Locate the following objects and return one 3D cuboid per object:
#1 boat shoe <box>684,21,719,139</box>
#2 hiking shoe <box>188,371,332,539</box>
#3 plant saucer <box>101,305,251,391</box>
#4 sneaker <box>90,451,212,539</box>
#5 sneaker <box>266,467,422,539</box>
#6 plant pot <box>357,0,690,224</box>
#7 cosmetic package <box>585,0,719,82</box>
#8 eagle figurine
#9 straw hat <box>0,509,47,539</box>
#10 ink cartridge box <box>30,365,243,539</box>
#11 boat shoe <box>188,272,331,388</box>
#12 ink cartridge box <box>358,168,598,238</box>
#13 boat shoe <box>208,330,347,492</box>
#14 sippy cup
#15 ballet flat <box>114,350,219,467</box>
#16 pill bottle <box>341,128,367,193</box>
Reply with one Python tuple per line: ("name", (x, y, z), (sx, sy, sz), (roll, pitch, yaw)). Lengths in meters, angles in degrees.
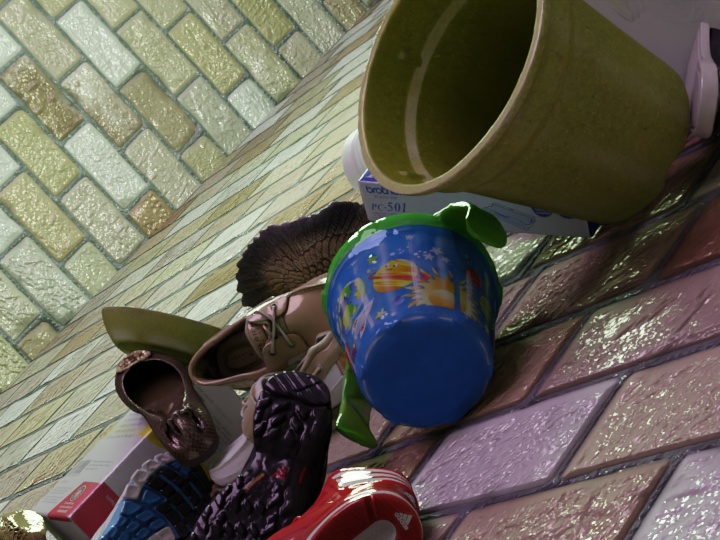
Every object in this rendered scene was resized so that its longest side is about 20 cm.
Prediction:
("boat shoe", (0.278, -0.141, 1.283), (0.200, 0.060, 0.074), (-62, -21, -73))
("hiking shoe", (-0.064, 0.180, 1.264), (0.200, 0.076, 0.101), (-64, -22, -20))
("plant saucer", (-0.165, 0.083, 1.693), (0.200, 0.200, 0.031), (-17, 54, 65))
("sneaker", (-0.208, 0.241, 1.510), (0.087, 0.075, 0.200), (-38, 10, 49))
("sneaker", (-0.042, 0.199, 1.125), (0.200, 0.078, 0.116), (-28, 5, 9))
("plant pot", (0.130, -0.121, 1.233), (0.200, 0.184, 0.201), (-32, 48, 44))
("cosmetic package", (0.210, -0.217, 1.435), (0.200, 0.199, 0.123), (-49, 13, -29))
("eagle figurine", (0.003, 0.005, 1.532), (0.200, 0.151, 0.152), (-34, 24, -9))
("straw hat", (-0.331, 0.269, 1.608), (0.085, 0.201, 0.201), (-26, 3, -25))
("ink cartridge box", (-0.205, 0.190, 1.644), (0.200, 0.083, 0.145), (-47, 13, -21))
("boat shoe", (-0.070, 0.057, 1.486), (0.200, 0.072, 0.065), (-26, -10, 38))
("ink cartridge box", (0.108, -0.076, 1.401), (0.200, 0.044, 0.094), (5, 39, 28))
("boat shoe", (-0.067, 0.120, 1.469), (0.200, 0.068, 0.075), (-39, 14, 26))
("sippy cup", (0.043, 0.044, 1.250), (0.139, 0.178, 0.130), (-7, 26, -1))
("ballet flat", (-0.183, 0.115, 1.565), (0.067, 0.046, 0.200), (-36, 32, -6))
("pill bottle", (0.067, -0.147, 1.878), (0.120, 0.120, 0.200), (-50, 13, -32))
